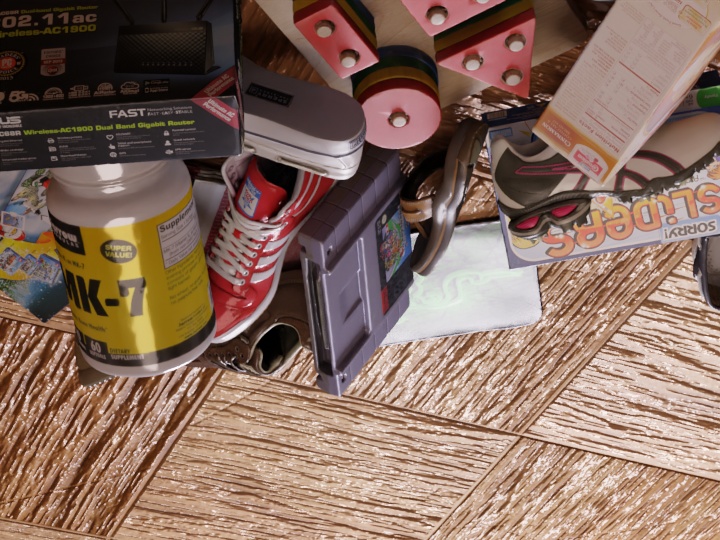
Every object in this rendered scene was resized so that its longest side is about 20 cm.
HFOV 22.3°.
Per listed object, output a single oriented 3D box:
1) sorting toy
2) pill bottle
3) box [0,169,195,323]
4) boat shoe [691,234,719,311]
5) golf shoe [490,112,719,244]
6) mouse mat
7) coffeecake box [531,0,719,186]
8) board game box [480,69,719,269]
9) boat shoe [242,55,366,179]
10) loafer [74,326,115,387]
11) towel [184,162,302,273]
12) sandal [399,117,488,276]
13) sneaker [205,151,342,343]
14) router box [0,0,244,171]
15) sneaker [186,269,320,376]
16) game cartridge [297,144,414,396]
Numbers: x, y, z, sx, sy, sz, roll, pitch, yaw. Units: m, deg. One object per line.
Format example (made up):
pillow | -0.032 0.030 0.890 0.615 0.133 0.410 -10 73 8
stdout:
sorting toy | 0.049 -0.184 1.395 0.199 0.070 0.199 -23 137 21
pill bottle | -0.182 -0.028 1.426 0.113 0.115 0.201 -7 121 2
box | -0.253 -0.054 1.521 0.136 0.038 0.200 39 125 -22
boat shoe | 0.328 -0.044 1.600 0.073 0.061 0.201 2 140 -3
golf shoe | 0.200 -0.094 1.459 0.199 0.077 0.089 -21 101 5
mouse mat | 0.066 0.014 1.688 0.198 0.008 0.161 -8 141 6
coffeecake box | 0.229 -0.180 1.347 0.073 0.153 0.200 39 135 8
board game box | 0.209 -0.082 1.525 0.198 0.035 0.136 -11 118 7
boat shoe | -0.089 -0.124 1.414 0.199 0.072 0.066 18 143 9
loafer | -0.188 0.044 1.631 0.199 0.076 0.068 -26 93 28
towel | -0.133 -0.039 1.593 0.198 0.023 0.144 9 141 -14
sandal | 0.061 -0.066 1.523 0.054 0.082 0.200 19 156 3
sneaker | -0.092 -0.030 1.484 0.201 0.071 0.112 -57 166 7
router box | -0.185 -0.151 1.346 0.198 0.151 0.062 -4 138 -2
sneaker | -0.106 0.063 1.654 0.070 0.076 0.199 25 143 -35
game cartridge | 0.000 0.000 1.570 0.038 0.130 0.201 26 145 26
